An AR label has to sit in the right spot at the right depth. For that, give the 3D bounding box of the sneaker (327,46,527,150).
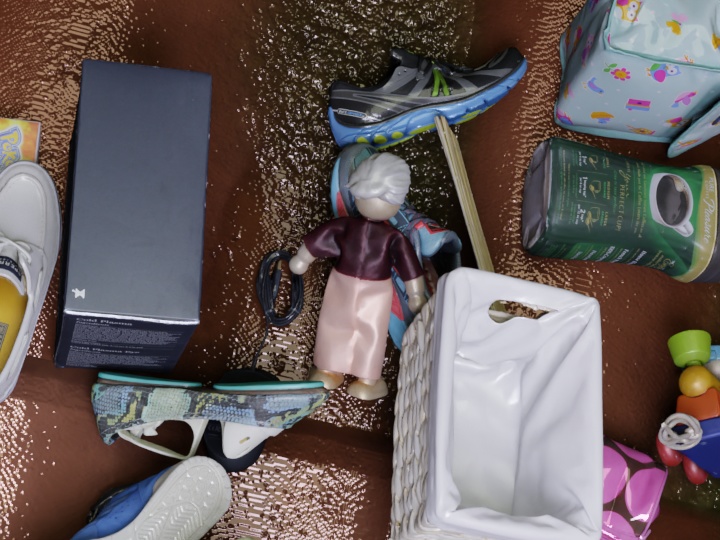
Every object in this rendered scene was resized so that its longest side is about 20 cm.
[{"bbox_3d":[0.062,-0.169,1.309,0.197,0.071,0.084,-18,86,-15],"label":"sneaker"}]

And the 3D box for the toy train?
[{"bbox_3d":[0.287,0.102,1.238,0.084,0.200,0.117,-18,62,25],"label":"toy train"}]

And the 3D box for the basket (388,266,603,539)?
[{"bbox_3d":[0.102,0.120,1.119,0.134,0.123,0.203,12,64,-15],"label":"basket"}]

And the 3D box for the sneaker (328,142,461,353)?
[{"bbox_3d":[0.048,-0.027,1.247,0.079,0.095,0.202,-22,84,-43],"label":"sneaker"}]

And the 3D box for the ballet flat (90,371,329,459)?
[{"bbox_3d":[-0.121,0.119,1.168,0.197,0.074,0.075,1,73,14],"label":"ballet flat"}]

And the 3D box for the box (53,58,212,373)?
[{"bbox_3d":[-0.183,-0.036,1.153,0.103,0.182,0.203,4,74,-12],"label":"box"}]

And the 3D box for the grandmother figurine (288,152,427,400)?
[{"bbox_3d":[0.000,0.000,1.205,0.120,0.061,0.203,12,105,0],"label":"grandmother figurine"}]

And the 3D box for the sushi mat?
[{"bbox_3d":[0.101,-0.033,1.273,0.012,0.096,0.203,-17,78,8],"label":"sushi mat"}]

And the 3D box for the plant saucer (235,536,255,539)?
[{"bbox_3d":[-0.115,0.319,0.995,0.198,0.048,0.202,-27,83,-19],"label":"plant saucer"}]

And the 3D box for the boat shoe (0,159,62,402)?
[{"bbox_3d":[-0.277,0.003,1.134,0.070,0.070,0.203,15,72,-13],"label":"boat shoe"}]

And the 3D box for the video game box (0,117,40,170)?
[{"bbox_3d":[-0.361,-0.033,1.183,0.180,0.047,0.203,7,74,-15],"label":"video game box"}]

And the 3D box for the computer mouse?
[{"bbox_3d":[-0.086,0.077,1.230,0.058,0.034,0.202,9,66,17],"label":"computer mouse"}]

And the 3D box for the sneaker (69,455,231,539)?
[{"bbox_3d":[-0.193,0.223,1.114,0.077,0.111,0.200,50,57,-4],"label":"sneaker"}]

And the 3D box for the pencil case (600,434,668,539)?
[{"bbox_3d":[0.163,0.173,1.232,0.198,0.091,0.094,21,36,-5],"label":"pencil case"}]

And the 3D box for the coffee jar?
[{"bbox_3d":[0.249,-0.052,1.314,0.197,0.085,0.106,10,69,-10],"label":"coffee jar"}]

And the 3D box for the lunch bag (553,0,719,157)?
[{"bbox_3d":[0.292,-0.187,1.316,0.197,0.171,0.124,12,71,-7],"label":"lunch bag"}]
